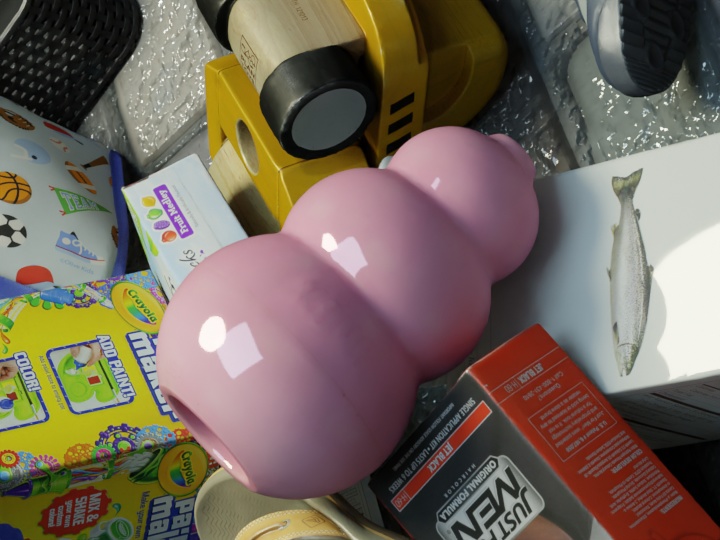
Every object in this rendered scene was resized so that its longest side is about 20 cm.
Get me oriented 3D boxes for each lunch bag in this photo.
[{"bbox_3d":[-0.230,-0.024,1.596,0.124,0.170,0.200,-62,19,16],"label":"lunch bag"}]

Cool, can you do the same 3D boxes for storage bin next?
[{"bbox_3d":[-0.248,-0.135,1.747,0.200,0.094,0.135,-52,49,23],"label":"storage bin"}]

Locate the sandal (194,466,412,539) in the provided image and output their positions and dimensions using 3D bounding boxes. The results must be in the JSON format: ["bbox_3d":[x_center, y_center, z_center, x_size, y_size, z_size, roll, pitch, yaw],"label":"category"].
[{"bbox_3d":[-0.023,0.146,1.291,0.200,0.054,0.081,24,132,47],"label":"sandal"}]

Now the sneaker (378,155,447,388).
[{"bbox_3d":[0.000,0.000,1.392,0.075,0.200,0.115,-62,39,29],"label":"sneaker"}]

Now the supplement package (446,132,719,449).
[{"bbox_3d":[0.149,0.014,1.290,0.200,0.117,0.117,-14,68,42],"label":"supplement package"}]

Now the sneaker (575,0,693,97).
[{"bbox_3d":[0.121,-0.171,1.405,0.082,0.070,0.201,-19,57,34],"label":"sneaker"}]

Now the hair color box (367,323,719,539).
[{"bbox_3d":[0.106,0.135,1.234,0.200,0.061,0.102,48,134,11],"label":"hair color box"}]

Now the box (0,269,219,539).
[{"bbox_3d":[-0.193,0.124,1.496,0.200,0.192,0.122,102,148,-46],"label":"box"}]

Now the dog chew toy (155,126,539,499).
[{"bbox_3d":[0.003,0.011,1.253,0.200,0.125,0.124,-42,45,-12],"label":"dog chew toy"}]

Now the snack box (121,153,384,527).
[{"bbox_3d":[-0.056,0.054,1.471,0.053,0.142,0.200,-25,52,-10],"label":"snack box"}]

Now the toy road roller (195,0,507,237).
[{"bbox_3d":[-0.002,-0.090,1.491,0.200,0.146,0.123,95,152,-48],"label":"toy road roller"}]
